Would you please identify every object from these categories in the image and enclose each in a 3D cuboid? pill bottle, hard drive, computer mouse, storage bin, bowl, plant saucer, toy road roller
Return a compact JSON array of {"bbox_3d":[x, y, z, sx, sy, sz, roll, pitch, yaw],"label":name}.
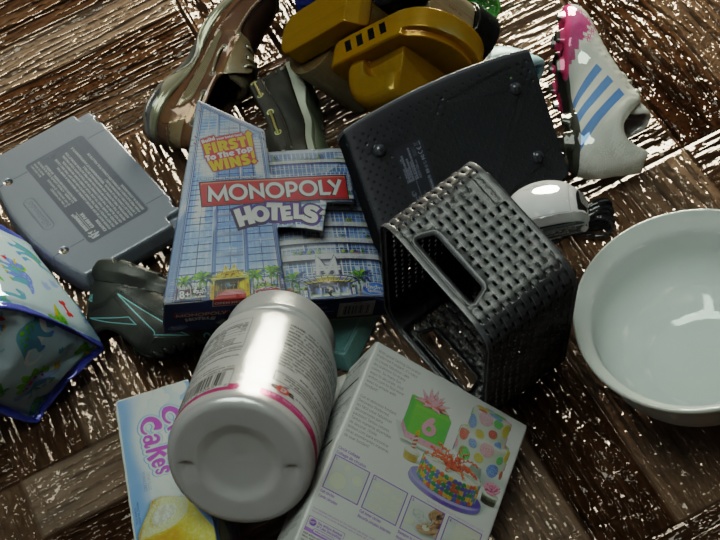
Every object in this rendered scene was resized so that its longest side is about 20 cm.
[{"bbox_3d":[-0.079,0.101,1.466,0.113,0.113,0.200,-6,25,11],"label":"pill bottle"},{"bbox_3d":[0.079,-0.102,1.612,0.200,0.135,0.042,-26,15,-25],"label":"hard drive"},{"bbox_3d":[0.160,-0.049,1.563,0.110,0.200,0.044,-11,84,7],"label":"computer mouse"},{"bbox_3d":[0.094,0.020,1.501,0.094,0.200,0.135,-36,69,-14],"label":"storage bin"},{"bbox_3d":[0.277,0.054,1.508,0.201,0.090,0.201,-8,51,10],"label":"bowl"},{"bbox_3d":[0.000,0.000,1.674,0.070,0.019,0.200,13,57,24],"label":"plant saucer"},{"bbox_3d":[0.023,-0.184,1.700,0.200,0.123,0.146,-22,48,42],"label":"toy road roller"}]

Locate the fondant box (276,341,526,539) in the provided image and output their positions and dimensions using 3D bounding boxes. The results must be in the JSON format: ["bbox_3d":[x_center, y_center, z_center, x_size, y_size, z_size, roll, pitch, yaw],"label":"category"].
[{"bbox_3d":[0.031,0.176,1.451,0.144,0.058,0.200,30,56,-8],"label":"fondant box"}]

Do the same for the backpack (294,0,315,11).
[{"bbox_3d":[-0.006,-0.337,1.818,0.162,0.200,0.168,-15,51,3],"label":"backpack"}]

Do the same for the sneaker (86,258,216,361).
[{"bbox_3d":[-0.156,0.048,1.659,0.200,0.075,0.079,13,80,23],"label":"sneaker"}]

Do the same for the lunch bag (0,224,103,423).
[{"bbox_3d":[-0.352,0.026,1.626,0.127,0.200,0.170,-47,54,4],"label":"lunch bag"}]

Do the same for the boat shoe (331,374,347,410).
[{"bbox_3d":[-0.031,0.174,1.512,0.069,0.071,0.200,-7,53,8],"label":"boat shoe"}]

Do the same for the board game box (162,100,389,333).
[{"bbox_3d":[-0.082,-0.054,1.616,0.200,0.062,0.200,-5,64,-9],"label":"board game box"}]

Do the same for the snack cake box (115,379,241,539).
[{"bbox_3d":[-0.139,0.205,1.491,0.067,0.115,0.200,-18,51,3],"label":"snack cake box"}]

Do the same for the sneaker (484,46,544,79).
[{"bbox_3d":[0.129,-0.131,1.704,0.082,0.074,0.200,4,59,14],"label":"sneaker"}]

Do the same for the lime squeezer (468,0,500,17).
[{"bbox_3d":[0.112,-0.238,1.800,0.038,0.071,0.200,14,87,6],"label":"lime squeezer"}]

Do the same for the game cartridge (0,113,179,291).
[{"bbox_3d":[-0.267,-0.065,1.778,0.133,0.040,0.200,-28,50,-20],"label":"game cartridge"}]

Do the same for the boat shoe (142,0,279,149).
[{"bbox_3d":[-0.133,-0.195,1.831,0.072,0.076,0.200,25,72,26],"label":"boat shoe"}]

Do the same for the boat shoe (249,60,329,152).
[{"bbox_3d":[-0.062,-0.117,1.750,0.061,0.072,0.201,-22,46,8],"label":"boat shoe"}]

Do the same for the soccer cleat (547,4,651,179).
[{"bbox_3d":[0.222,-0.163,1.716,0.086,0.070,0.200,2,54,-3],"label":"soccer cleat"}]
